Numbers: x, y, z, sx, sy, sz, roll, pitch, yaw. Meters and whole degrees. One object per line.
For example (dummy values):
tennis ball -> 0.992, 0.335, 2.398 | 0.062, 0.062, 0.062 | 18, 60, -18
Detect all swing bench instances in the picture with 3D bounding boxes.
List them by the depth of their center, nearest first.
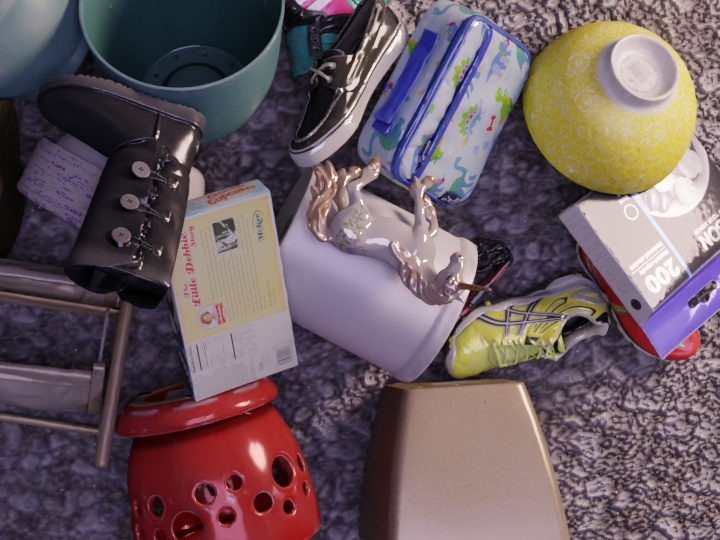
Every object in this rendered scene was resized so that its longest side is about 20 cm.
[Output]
swing bench -> -0.346, 0.084, 1.477 | 0.197, 0.130, 0.202 | 10, 96, -11

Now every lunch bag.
lunch bag -> 0.090, -0.176, 1.505 | 0.160, 0.082, 0.201 | 26, 94, -55

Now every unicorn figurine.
unicorn figurine -> 0.038, -0.037, 1.411 | 0.198, 0.074, 0.138 | 9, 60, 4

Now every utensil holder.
utensil holder -> 0.000, 0.000, 1.509 | 0.199, 0.170, 0.171 | 28, 92, -11

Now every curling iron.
curling iron -> 0.106, 0.044, 1.608 | 0.049, 0.026, 0.201 | 36, 96, 8

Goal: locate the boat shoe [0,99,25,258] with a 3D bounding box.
boat shoe -> -0.391, -0.095, 1.453 | 0.066, 0.072, 0.202 | 19, 130, 9

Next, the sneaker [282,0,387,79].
sneaker -> -0.072, -0.269, 1.504 | 0.198, 0.084, 0.122 | 11, 87, -13

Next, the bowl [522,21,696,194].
bowl -> 0.285, -0.195, 1.521 | 0.198, 0.108, 0.202 | 5, 68, -13

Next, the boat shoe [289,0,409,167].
boat shoe -> -0.024, -0.197, 1.441 | 0.064, 0.070, 0.201 | 47, 62, -35

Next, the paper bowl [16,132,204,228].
paper bowl -> -0.240, -0.083, 1.436 | 0.200, 0.201, 0.105 | 27, 92, -13

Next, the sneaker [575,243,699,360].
sneaker -> 0.320, 0.033, 1.612 | 0.077, 0.085, 0.200 | -43, 102, 0

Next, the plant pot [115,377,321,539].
plant pot -> -0.154, 0.210, 1.497 | 0.199, 0.200, 0.184 | -12, 95, -8

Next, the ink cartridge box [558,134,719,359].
ink cartridge box -> 0.349, -0.037, 1.574 | 0.198, 0.043, 0.201 | -36, 91, -28

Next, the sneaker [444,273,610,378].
sneaker -> 0.188, 0.070, 1.589 | 0.199, 0.077, 0.076 | -26, 128, -4

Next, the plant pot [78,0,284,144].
plant pot -> -0.173, -0.222, 1.428 | 0.199, 0.161, 0.202 | 0, 63, -1

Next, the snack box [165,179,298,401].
snack box -> -0.133, 0.021, 1.393 | 0.115, 0.037, 0.201 | -18, 119, -20

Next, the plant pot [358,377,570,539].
plant pot -> 0.105, 0.212, 1.554 | 0.198, 0.200, 0.179 | -3, 87, -10

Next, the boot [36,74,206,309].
boot -> -0.238, -0.074, 1.292 | 0.163, 0.066, 0.201 | 11, 61, -4

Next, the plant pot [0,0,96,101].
plant pot -> -0.351, -0.253, 1.412 | 0.134, 0.200, 0.201 | 35, 91, -40
